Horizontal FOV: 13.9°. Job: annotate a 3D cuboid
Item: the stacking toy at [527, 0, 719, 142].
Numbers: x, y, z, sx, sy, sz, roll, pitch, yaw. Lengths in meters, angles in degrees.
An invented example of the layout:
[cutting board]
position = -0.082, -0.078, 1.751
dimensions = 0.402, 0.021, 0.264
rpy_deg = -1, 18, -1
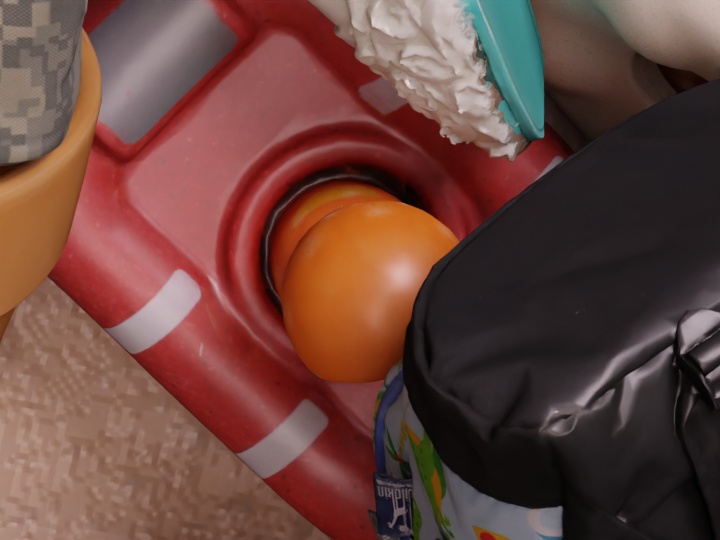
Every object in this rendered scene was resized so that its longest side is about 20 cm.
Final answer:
[stacking toy]
position = 0.148, -0.106, 0.821
dimensions = 0.146, 0.146, 0.200
rpy_deg = 45, 76, -17

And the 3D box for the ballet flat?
[ballet flat]
position = -0.005, -0.111, 0.735
dimensions = 0.072, 0.072, 0.200
rpy_deg = -23, 128, -3

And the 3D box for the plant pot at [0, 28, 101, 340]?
[plant pot]
position = -0.174, 0.000, 0.753
dimensions = 0.199, 0.200, 0.141
rpy_deg = 6, 119, -11

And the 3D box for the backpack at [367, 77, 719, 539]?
[backpack]
position = 0.080, 0.063, 0.738
dimensions = 0.163, 0.153, 0.201
rpy_deg = -35, 123, -28

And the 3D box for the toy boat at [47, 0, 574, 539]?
[toy boat]
position = 0.000, 0.000, 0.803
dimensions = 0.131, 0.131, 0.200
rpy_deg = -44, 106, 4

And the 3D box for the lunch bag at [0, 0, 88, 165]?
[lunch bag]
position = -0.119, -0.139, 0.698
dimensions = 0.139, 0.200, 0.168
rpy_deg = 7, 118, -9
